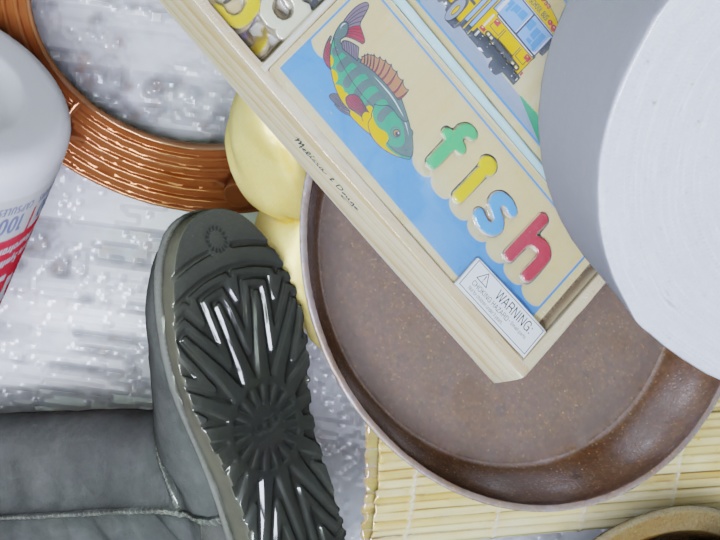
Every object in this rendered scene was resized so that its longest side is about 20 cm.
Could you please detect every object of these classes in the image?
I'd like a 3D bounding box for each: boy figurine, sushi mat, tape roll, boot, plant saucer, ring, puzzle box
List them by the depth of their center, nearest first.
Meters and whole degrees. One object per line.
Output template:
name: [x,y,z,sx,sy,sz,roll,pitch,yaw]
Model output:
tape roll: [0.168,-0.055,0.944,0.200,0.066,0.201,-6,116,-13]
puzzle box: [0.033,-0.074,0.980,0.200,0.025,0.133,48,66,-13]
plant saucer: [0.061,-0.006,1.018,0.200,0.034,0.201,3,82,-25]
ring: [-0.073,-0.100,1.058,0.200,0.019,0.201,6,129,8]
boy figurine: [0.000,0.000,1.061,0.124,0.064,0.200,-30,114,14]
sushi mat: [0.092,0.061,1.067,0.199,0.012,0.096,-2,102,-25]
boot: [-0.106,0.066,1.077,0.200,0.072,0.182,1,104,47]

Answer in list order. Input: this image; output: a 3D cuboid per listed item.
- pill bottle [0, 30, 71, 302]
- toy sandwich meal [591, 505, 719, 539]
pill bottle: [-0.202,-0.003,1.074,0.112,0.112,0.200,29,125,1]
toy sandwich meal: [0.121,0.194,1.061,0.205,0.070,0.206,-14,113,-34]
